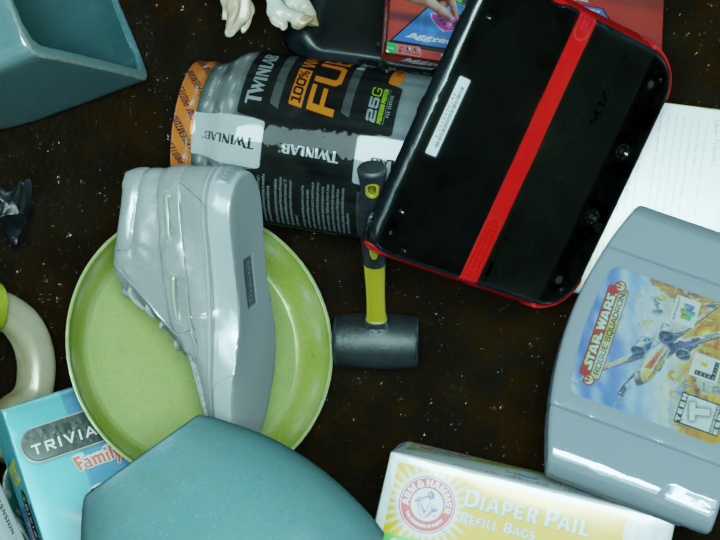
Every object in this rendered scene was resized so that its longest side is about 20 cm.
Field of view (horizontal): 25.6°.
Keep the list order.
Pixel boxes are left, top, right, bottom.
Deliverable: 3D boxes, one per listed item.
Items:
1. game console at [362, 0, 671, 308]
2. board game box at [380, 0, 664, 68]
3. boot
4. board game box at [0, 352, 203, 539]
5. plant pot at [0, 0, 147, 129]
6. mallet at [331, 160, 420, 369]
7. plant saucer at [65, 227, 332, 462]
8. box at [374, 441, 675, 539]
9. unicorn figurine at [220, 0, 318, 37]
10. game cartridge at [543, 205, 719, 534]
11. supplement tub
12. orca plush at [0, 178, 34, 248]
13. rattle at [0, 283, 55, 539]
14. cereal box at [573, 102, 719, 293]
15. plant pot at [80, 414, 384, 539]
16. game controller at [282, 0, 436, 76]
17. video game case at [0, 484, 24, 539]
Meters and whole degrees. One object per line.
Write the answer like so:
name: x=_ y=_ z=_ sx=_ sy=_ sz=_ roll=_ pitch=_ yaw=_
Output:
game console: x=0.108 y=-0.082 z=1.051 sx=0.176 sy=0.031 sz=0.201 roll=19 pitch=100 yaw=-30
board game box: x=0.115 y=-0.182 z=1.094 sx=0.199 sy=0.019 sz=0.104 roll=7 pitch=78 yaw=-13
boot: x=-0.117 y=0.024 z=1.094 sx=0.095 sy=0.074 sz=0.201 roll=4 pitch=104 yaw=21
board game box: x=-0.160 y=0.174 z=1.133 sx=0.150 sy=0.047 sz=0.201 roll=-17 pitch=86 yaw=-26
plant pot: x=-0.307 y=-0.192 z=1.136 sx=0.199 sy=0.196 sz=0.197 roll=-24 pitch=85 yaw=15
mallet: x=0.000 y=0.000 z=1.094 sx=0.065 sy=0.201 sz=0.041 roll=-4 pitch=48 yaw=8
plant saucer: x=-0.117 y=0.055 z=1.136 sx=0.199 sy=0.031 sz=0.201 roll=6 pitch=76 yaw=-24
box: x=0.108 y=0.196 z=1.103 sx=0.199 sy=0.101 sz=0.113 roll=12 pitch=90 yaw=8
unicorn figurine: x=-0.026 y=-0.253 z=1.112 sx=0.199 sy=0.074 sz=0.138 roll=-29 pitch=91 yaw=-26
game cartridge: x=0.200 y=0.060 z=1.059 sx=0.133 sy=0.042 sz=0.201 roll=20 pitch=73 yaw=4
supplement tub: x=-0.026 y=-0.087 z=1.122 sx=0.199 sy=0.123 sz=0.123 roll=9 pitch=89 yaw=8
orca plush: x=-0.352 y=-0.042 z=1.191 sx=0.199 sy=0.071 sz=0.106 roll=12 pitch=90 yaw=8
rattle: x=-0.295 y=0.107 z=1.188 sx=0.142 sy=0.130 sz=0.201 roll=-9 pitch=121 yaw=29
cereal box: x=0.194 y=-0.050 z=1.131 sx=0.199 sy=0.040 sz=0.145 roll=9 pitch=89 yaw=8
plant pot: x=-0.103 y=0.174 z=1.024 sx=0.200 sy=0.200 sz=0.135 roll=-35 pitch=90 yaw=5
game controller: x=0.045 y=-0.187 z=1.149 sx=0.199 sy=0.042 sz=0.105 roll=9 pitch=74 yaw=9
video game case: x=-0.326 y=0.167 z=1.133 sx=0.199 sy=0.023 sz=0.183 roll=-8 pitch=109 yaw=36
